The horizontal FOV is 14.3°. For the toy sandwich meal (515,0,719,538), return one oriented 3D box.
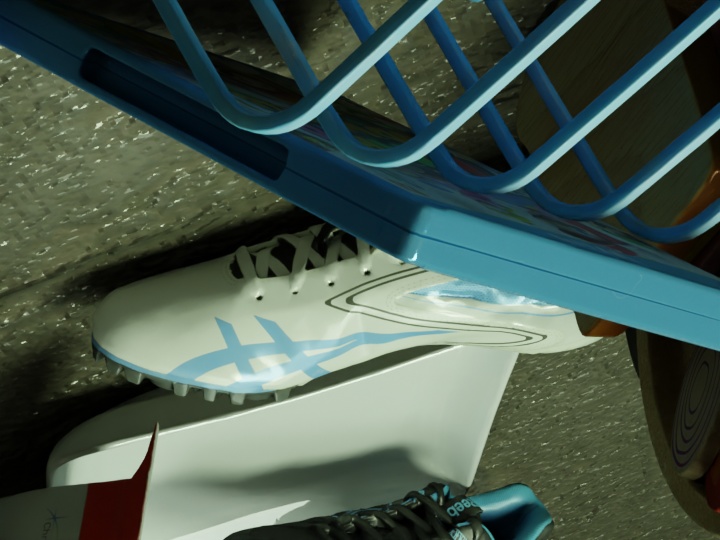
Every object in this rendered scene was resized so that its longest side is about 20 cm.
[{"bbox_3d":[0.107,-0.017,0.899,0.070,0.206,0.205,7,150,-17],"label":"toy sandwich meal"}]

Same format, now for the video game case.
[{"bbox_3d":[0.003,-0.028,0.796,0.143,0.200,0.018,16,99,-43],"label":"video game case"}]

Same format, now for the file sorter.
[{"bbox_3d":[0.045,-0.096,0.722,0.139,0.123,0.200,-41,152,24],"label":"file sorter"}]

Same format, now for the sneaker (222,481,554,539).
[{"bbox_3d":[0.007,0.122,1.247,0.082,0.073,0.200,-50,154,22],"label":"sneaker"}]

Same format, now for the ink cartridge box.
[{"bbox_3d":[-0.128,0.157,1.084,0.047,0.161,0.200,14,155,-11],"label":"ink cartridge box"}]

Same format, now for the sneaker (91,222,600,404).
[{"bbox_3d":[0.000,0.000,1.035,0.199,0.072,0.073,-9,118,-9],"label":"sneaker"}]

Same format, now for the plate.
[{"bbox_3d":[-0.040,0.078,1.213,0.199,0.032,0.200,-15,157,-12],"label":"plate"}]

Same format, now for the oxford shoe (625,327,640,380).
[{"bbox_3d":[0.140,0.019,1.021,0.071,0.200,0.072,-1,123,-15],"label":"oxford shoe"}]
